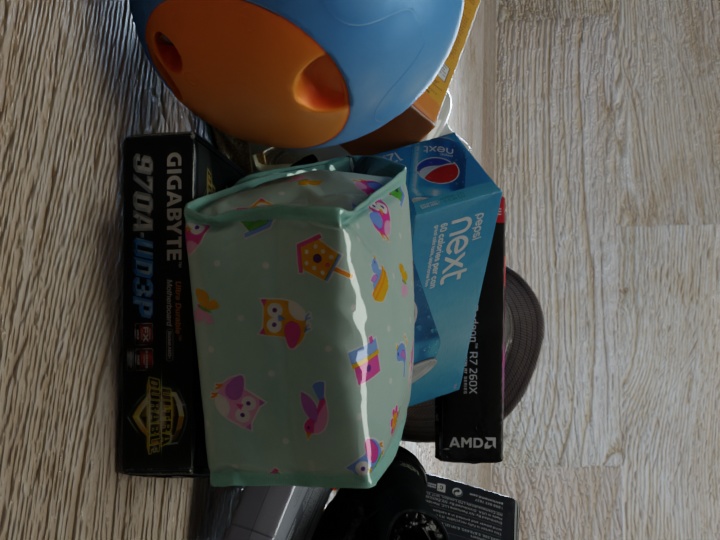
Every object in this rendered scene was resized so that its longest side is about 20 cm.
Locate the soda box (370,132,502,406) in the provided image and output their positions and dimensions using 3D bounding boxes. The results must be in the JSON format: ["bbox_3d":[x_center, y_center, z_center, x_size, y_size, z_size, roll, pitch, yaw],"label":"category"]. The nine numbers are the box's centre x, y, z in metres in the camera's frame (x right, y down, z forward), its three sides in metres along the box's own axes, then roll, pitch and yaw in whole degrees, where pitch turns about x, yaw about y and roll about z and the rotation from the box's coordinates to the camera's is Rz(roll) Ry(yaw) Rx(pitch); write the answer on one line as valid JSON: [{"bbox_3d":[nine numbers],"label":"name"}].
[{"bbox_3d":[0.039,0.006,1.177,0.064,0.068,0.200,55,-29,36],"label":"soda box"}]

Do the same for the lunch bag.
[{"bbox_3d":[-0.024,0.024,1.037,0.200,0.122,0.171,-42,129,-71],"label":"lunch bag"}]

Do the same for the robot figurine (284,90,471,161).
[{"bbox_3d":[-0.012,-0.126,1.289,0.113,0.200,0.170,-52,-167,-4],"label":"robot figurine"}]

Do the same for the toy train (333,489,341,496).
[{"bbox_3d":[-0.034,0.194,1.413,0.200,0.055,0.151,-90,178,-77],"label":"toy train"}]

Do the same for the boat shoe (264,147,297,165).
[{"bbox_3d":[-0.005,-0.016,1.329,0.072,0.076,0.200,-43,102,-28],"label":"boat shoe"}]

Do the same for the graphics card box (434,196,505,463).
[{"bbox_3d":[0.083,0.047,1.319,0.125,0.051,0.201,94,-2,-84],"label":"graphics card box"}]

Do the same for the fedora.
[{"bbox_3d":[0.046,0.049,1.449,0.090,0.200,0.177,39,71,-47],"label":"fedora"}]

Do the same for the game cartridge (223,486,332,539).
[{"bbox_3d":[-0.051,0.156,1.195,0.133,0.040,0.200,98,14,-56],"label":"game cartridge"}]

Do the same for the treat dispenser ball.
[{"bbox_3d":[-0.038,-0.172,1.022,0.201,0.200,0.202,-2,90,-81],"label":"treat dispenser ball"}]

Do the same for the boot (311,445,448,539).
[{"bbox_3d":[-0.009,0.231,1.232,0.200,0.076,0.168,-58,-171,10],"label":"boot"}]

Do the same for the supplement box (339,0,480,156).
[{"bbox_3d":[0.031,-0.154,1.205,0.069,0.067,0.200,38,37,-15],"label":"supplement box"}]

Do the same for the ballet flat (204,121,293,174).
[{"bbox_3d":[-0.073,-0.080,1.201,0.071,0.065,0.200,-84,170,-58],"label":"ballet flat"}]

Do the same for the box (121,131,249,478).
[{"bbox_3d":[-0.103,0.028,1.060,0.159,0.046,0.201,39,50,-78],"label":"box"}]

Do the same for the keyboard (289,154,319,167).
[{"bbox_3d":[0.000,0.000,1.233,0.104,0.040,0.200,-46,131,-14],"label":"keyboard"}]

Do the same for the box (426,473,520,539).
[{"bbox_3d":[0.043,0.311,1.459,0.197,0.124,0.200,-84,-166,-46],"label":"box"}]
